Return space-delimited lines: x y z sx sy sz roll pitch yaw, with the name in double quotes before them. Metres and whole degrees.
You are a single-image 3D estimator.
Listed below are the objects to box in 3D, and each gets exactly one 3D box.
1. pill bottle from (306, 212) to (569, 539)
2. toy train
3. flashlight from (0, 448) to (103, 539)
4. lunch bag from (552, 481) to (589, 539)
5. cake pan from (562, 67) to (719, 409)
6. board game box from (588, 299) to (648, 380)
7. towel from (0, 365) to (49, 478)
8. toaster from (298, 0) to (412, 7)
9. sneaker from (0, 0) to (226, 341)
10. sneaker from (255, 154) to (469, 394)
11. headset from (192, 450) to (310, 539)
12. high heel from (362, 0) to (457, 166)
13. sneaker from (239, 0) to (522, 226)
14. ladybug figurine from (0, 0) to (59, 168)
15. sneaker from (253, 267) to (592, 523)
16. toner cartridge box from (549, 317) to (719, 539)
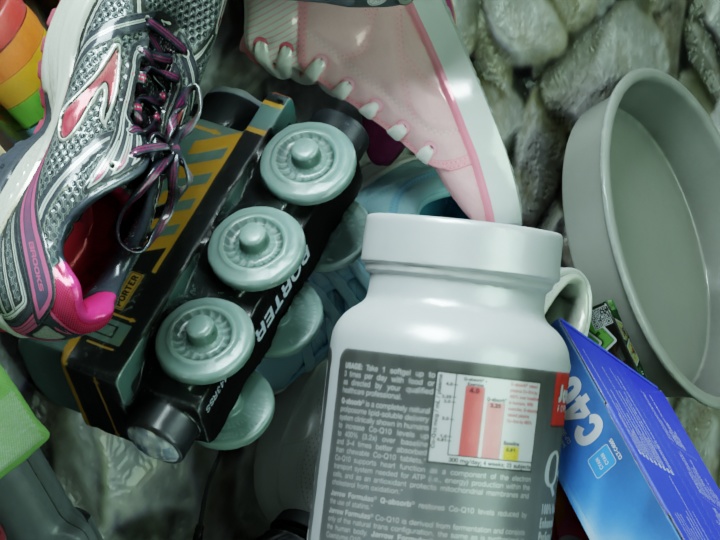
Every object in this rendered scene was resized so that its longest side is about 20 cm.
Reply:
"pill bottle" 0.038 0.077 1.255 0.116 0.116 0.200 8 88 -46
"toy train" -0.074 -0.003 1.255 0.200 0.114 0.085 -61 157 -26
"flashlight" -0.177 0.079 1.193 0.068 0.068 0.200 -26 123 -2
"lunch bag" 0.080 0.188 1.343 0.082 0.176 0.200 28 38 -29
"cake pan" 0.174 -0.015 1.523 0.200 0.037 0.201 32 50 -48
"board game box" 0.129 0.128 1.435 0.200 0.105 0.023 66 18 6
"towel" -0.243 0.075 1.101 0.200 0.031 0.149 -37 124 -15
"toaster" -0.050 -0.202 1.220 0.200 0.129 0.114 3 135 -20
"sneaker" -0.099 -0.059 1.145 0.081 0.075 0.200 33 74 -42
"sneaker" 0.000 0.000 1.354 0.200 0.082 0.074 -45 122 -34
"headset" -0.044 0.157 1.300 0.123 0.094 0.200 -19 90 -30
"high heel" 0.005 -0.159 1.373 0.096 0.067 0.200 13 95 -21
"sneaker" 0.003 -0.097 1.321 0.075 0.104 0.201 -12 78 -88
"ladybug figurine" -0.162 -0.091 1.185 0.136 0.072 0.200 -54 128 -28
"sneaker" 0.038 0.060 1.376 0.200 0.115 0.074 -50 128 -29
"toner cartridge box" 0.143 0.119 1.281 0.043 0.200 0.095 -43 133 16
